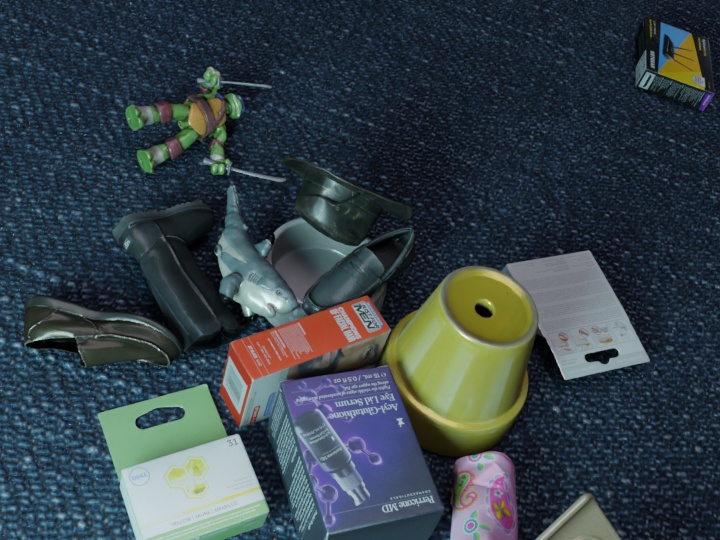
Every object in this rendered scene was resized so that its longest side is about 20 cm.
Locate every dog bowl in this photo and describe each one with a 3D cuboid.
[{"bbox_3d":[-0.052,0.006,1.305,0.197,0.059,0.202,10,48,-11],"label":"dog bowl"}]

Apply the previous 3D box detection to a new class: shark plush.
[{"bbox_3d":[-0.143,-0.019,1.249,0.082,0.091,0.202,-24,52,8],"label":"shark plush"}]

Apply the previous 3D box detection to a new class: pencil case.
[{"bbox_3d":[0.141,0.310,1.089,0.086,0.088,0.202,13,47,-6],"label":"pencil case"}]

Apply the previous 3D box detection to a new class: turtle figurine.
[{"bbox_3d":[-0.232,-0.216,1.385,0.192,0.145,0.200,-24,56,-28],"label":"turtle figurine"}]

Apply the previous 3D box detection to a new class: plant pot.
[{"bbox_3d":[0.133,0.102,1.192,0.198,0.190,0.203,8,48,-9],"label":"plant pot"}]

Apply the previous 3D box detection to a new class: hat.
[{"bbox_3d":[-0.030,-0.082,1.283,0.198,0.201,0.082,21,87,1],"label":"hat"}]

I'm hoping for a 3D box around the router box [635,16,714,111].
[{"bbox_3d":[0.636,-0.423,1.903,0.147,0.051,0.202,19,47,-3],"label":"router box"}]

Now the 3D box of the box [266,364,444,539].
[{"bbox_3d":[-0.011,0.229,1.093,0.146,0.105,0.202,-7,52,-23],"label":"box"}]

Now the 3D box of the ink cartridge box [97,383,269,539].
[{"bbox_3d":[-0.207,0.220,1.078,0.144,0.048,0.201,-12,57,-26],"label":"ink cartridge box"}]

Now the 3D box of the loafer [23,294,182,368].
[{"bbox_3d":[-0.319,0.091,1.146,0.197,0.073,0.072,13,59,-3],"label":"loafer"}]

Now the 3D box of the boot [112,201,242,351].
[{"bbox_3d":[-0.215,0.007,1.245,0.164,0.066,0.201,-17,60,-46],"label":"boot"}]

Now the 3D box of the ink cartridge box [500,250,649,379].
[{"bbox_3d":[0.312,0.070,1.382,0.158,0.047,0.202,-8,58,-24],"label":"ink cartridge box"}]

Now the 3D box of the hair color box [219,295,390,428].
[{"bbox_3d":[-0.069,0.113,1.170,0.198,0.112,0.064,-19,58,-30],"label":"hair color box"}]

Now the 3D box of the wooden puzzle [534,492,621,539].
[{"bbox_3d":[0.228,0.371,0.999,0.184,0.046,0.201,-35,94,-20],"label":"wooden puzzle"}]

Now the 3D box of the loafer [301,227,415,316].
[{"bbox_3d":[0.000,0.000,1.239,0.068,0.071,0.200,41,50,20],"label":"loafer"}]
